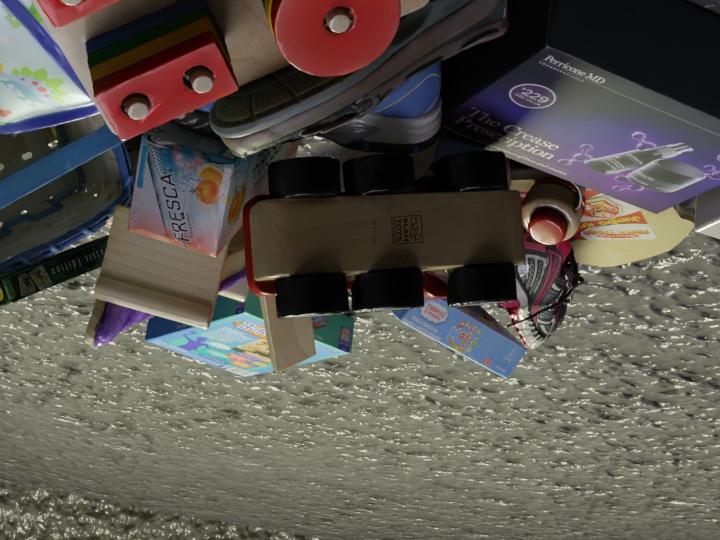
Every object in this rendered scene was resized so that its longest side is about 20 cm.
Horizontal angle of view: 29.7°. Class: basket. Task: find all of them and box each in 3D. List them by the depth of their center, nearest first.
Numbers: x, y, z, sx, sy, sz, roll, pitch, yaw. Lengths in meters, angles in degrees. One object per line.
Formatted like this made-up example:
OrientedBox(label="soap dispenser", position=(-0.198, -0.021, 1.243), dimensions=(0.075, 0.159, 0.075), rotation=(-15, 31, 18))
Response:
OrientedBox(label="basket", position=(-0.248, -0.077, 0.994), dimensions=(0.175, 0.141, 0.199), rotation=(-31, -159, -29))

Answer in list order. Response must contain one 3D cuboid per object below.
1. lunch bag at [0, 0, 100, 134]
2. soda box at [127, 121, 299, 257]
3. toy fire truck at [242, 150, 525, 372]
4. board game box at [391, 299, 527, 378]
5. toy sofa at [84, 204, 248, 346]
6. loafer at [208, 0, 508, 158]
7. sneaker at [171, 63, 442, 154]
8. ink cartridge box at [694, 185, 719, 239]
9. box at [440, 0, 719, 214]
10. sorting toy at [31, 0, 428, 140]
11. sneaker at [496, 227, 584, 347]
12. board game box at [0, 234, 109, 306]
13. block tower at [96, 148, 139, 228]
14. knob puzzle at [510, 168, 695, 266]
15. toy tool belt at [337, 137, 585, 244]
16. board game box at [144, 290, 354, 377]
OrientedBox(label="lunch bag", position=(-0.173, -0.179, 0.769), dimensions=(0.197, 0.129, 0.170), rotation=(-9, 143, 25))
OrientedBox(label="soda box", position=(-0.091, -0.082, 0.916), dimensions=(0.063, 0.069, 0.200), rotation=(17, -155, 5))
OrientedBox(label="toy fire truck", position=(0.000, 0.000, 0.922), dimensions=(0.173, 0.131, 0.200), rotation=(-4, 177, -18))
OrientedBox(label="board game box", position=(0.035, 0.003, 1.153), dimensions=(0.151, 0.037, 0.200), rotation=(30, -169, -45))
OrientedBox(label="toy sofa", position=(-0.129, 0.006, 0.978), dimensions=(0.082, 0.099, 0.200), rotation=(15, -175, 1))
OrientedBox(label="loafer", position=(0.007, -0.117, 0.791), dimensions=(0.072, 0.199, 0.063), rotation=(44, 165, 50))
OrientedBox(label="sneaker", position=(-0.042, -0.125, 0.854), dimensions=(0.197, 0.076, 0.078), rotation=(1, 120, -14))
OrientedBox(label="ink cartridge box", position=(0.294, -0.052, 0.877), dimensions=(0.044, 0.179, 0.200), rotation=(15, 158, -20))
OrientedBox(label="box", position=(0.165, -0.119, 0.895), dimensions=(0.198, 0.080, 0.141), rotation=(17, 155, -24))
OrientedBox(label="sorting toy", position=(-0.074, -0.164, 0.680), dimensions=(0.197, 0.070, 0.201), rotation=(-23, 136, 3))
OrientedBox(label="sneaker", position=(0.156, 0.011, 1.162), dimensions=(0.074, 0.082, 0.200), rotation=(-18, 162, 11))
OrientedBox(label="board game box", position=(-0.225, -0.008, 1.083), dimensions=(0.104, 0.024, 0.199), rotation=(-9, -168, 46))
OrientedBox(label="block tower", position=(-0.150, -0.077, 1.145), dimensions=(0.054, 0.059, 0.199), rotation=(24, 153, -39))
OrientedBox(label="knob puzzle", position=(0.181, -0.050, 1.131), dimensions=(0.216, 0.031, 0.220), rotation=(8, 162, 2))
OrientedBox(label="toy tool belt", position=(0.063, -0.034, 1.021), dimensions=(0.197, 0.124, 0.126), rotation=(17, 141, 7))
OrientedBox(label="board game box", position=(-0.126, 0.067, 1.532), dimensions=(0.151, 0.046, 0.199), rotation=(24, 154, -36))
